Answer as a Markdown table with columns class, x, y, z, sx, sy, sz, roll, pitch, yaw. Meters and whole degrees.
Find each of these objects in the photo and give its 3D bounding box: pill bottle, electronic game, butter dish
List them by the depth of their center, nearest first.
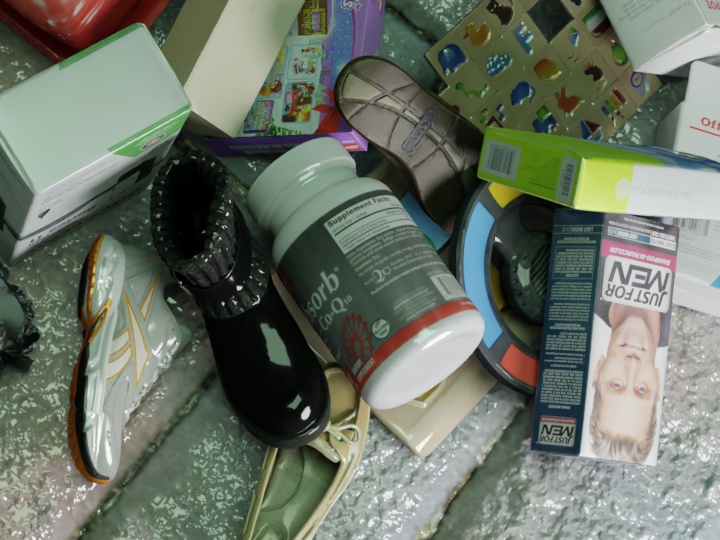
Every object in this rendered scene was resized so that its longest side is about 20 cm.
| class | x | y | z | sx | sy | sz | roll | pitch | yaw |
| --- | --- | --- | --- | --- | --- | --- | --- | --- | --- |
| pill bottle | 0.000 | 0.000 | 1.684 | 0.115 | 0.116 | 0.201 | -28 | 70 | -21 |
| butter dish | -0.243 | -0.275 | 1.701 | 0.200 | 0.148 | 0.200 | 39 | 103 | 0 |
| electronic game | 0.151 | 0.006 | 1.761 | 0.199 | 0.041 | 0.202 | 8 | 78 | -38 |

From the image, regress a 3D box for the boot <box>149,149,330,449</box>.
| class | x | y | z | sx | sy | sz | roll | pitch | yaw |
| --- | --- | --- | --- | --- | --- | --- | --- | --- | --- |
| boot | -0.096 | 0.025 | 1.642 | 0.079 | 0.158 | 0.212 | -26 | 64 | -5 |

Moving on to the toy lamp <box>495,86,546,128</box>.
| class | x | y | z | sx | sy | sz | roll | pitch | yaw |
| --- | --- | --- | --- | --- | --- | --- | --- | --- | --- |
| toy lamp | 0.063 | -0.132 | 1.810 | 0.198 | 0.058 | 0.059 | -8 | 74 | -18 |

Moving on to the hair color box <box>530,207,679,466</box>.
| class | x | y | z | sx | sy | sz | roll | pitch | yaw |
| --- | --- | --- | --- | --- | --- | --- | --- | --- | --- |
| hair color box | 0.202 | 0.055 | 1.738 | 0.099 | 0.060 | 0.202 | 10 | 84 | -41 |

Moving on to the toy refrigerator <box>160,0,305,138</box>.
| class | x | y | z | sx | sy | sz | roll | pitch | yaw |
| --- | --- | --- | --- | --- | --- | --- | --- | --- | --- |
| toy refrigerator | -0.096 | -0.210 | 1.728 | 0.070 | 0.076 | 0.201 | 32 | 78 | -31 |

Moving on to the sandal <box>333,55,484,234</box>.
| class | x | y | z | sx | sy | sz | roll | pitch | yaw |
| --- | --- | --- | --- | --- | --- | --- | --- | --- | --- |
| sandal | 0.043 | -0.107 | 1.733 | 0.200 | 0.055 | 0.082 | 38 | 89 | -34 |

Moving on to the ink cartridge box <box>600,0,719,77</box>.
| class | x | y | z | sx | sy | sz | roll | pitch | yaw |
| --- | --- | --- | --- | --- | --- | --- | --- | --- | --- |
| ink cartridge box | 0.256 | -0.277 | 1.857 | 0.147 | 0.085 | 0.201 | -4 | 68 | -60 |

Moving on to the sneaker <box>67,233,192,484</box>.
| class | x | y | z | sx | sy | sz | roll | pitch | yaw |
| --- | --- | --- | --- | --- | --- | --- | --- | --- | --- |
| sneaker | -0.179 | 0.071 | 1.675 | 0.091 | 0.076 | 0.202 | 9 | 71 | -16 |

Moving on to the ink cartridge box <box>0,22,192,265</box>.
| class | x | y | z | sx | sy | sz | roll | pitch | yaw |
| --- | --- | --- | --- | --- | --- | --- | --- | --- | --- |
| ink cartridge box | -0.226 | -0.094 | 1.648 | 0.146 | 0.200 | 0.083 | -32 | 85 | -21 |

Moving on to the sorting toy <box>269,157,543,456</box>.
| class | x | y | z | sx | sy | sz | roll | pitch | yaw |
| --- | --- | --- | --- | --- | --- | --- | --- | --- | --- |
| sorting toy | 0.041 | 0.025 | 1.764 | 0.200 | 0.036 | 0.185 | 44 | 67 | 2 |

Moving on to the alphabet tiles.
| class | x | y | z | sx | sy | sz | roll | pitch | yaw |
| --- | --- | --- | --- | --- | --- | --- | --- | --- | --- |
| alphabet tiles | 0.147 | -0.160 | 1.806 | 0.200 | 0.008 | 0.168 | -44 | 108 | -17 |

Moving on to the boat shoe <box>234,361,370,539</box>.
| class | x | y | z | sx | sy | sz | roll | pitch | yaw |
| --- | --- | --- | --- | --- | --- | --- | --- | --- | --- |
| boat shoe | -0.046 | 0.161 | 1.676 | 0.073 | 0.063 | 0.202 | 28 | 72 | 3 |

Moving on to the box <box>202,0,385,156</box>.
| class | x | y | z | sx | sy | sz | roll | pitch | yaw |
| --- | --- | --- | --- | --- | --- | --- | --- | --- | --- |
| box | -0.051 | -0.196 | 1.776 | 0.136 | 0.039 | 0.202 | -1 | 69 | 22 |

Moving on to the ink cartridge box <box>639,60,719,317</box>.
| class | x | y | z | sx | sy | sz | roll | pitch | yaw |
| --- | --- | --- | --- | --- | --- | --- | --- | --- | --- |
| ink cartridge box | 0.312 | -0.068 | 1.848 | 0.115 | 0.067 | 0.202 | 17 | 69 | -8 |

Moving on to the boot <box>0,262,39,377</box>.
| class | x | y | z | sx | sy | sz | roll | pitch | yaw |
| --- | --- | --- | --- | --- | --- | --- | --- | --- | --- |
| boot | -0.357 | 0.026 | 1.642 | 0.162 | 0.073 | 0.199 | -36 | 91 | -20 |

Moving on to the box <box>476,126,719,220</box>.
| class | x | y | z | sx | sy | sz | roll | pitch | yaw |
| --- | --- | --- | --- | --- | --- | --- | --- | --- | --- |
| box | 0.207 | -0.078 | 1.727 | 0.199 | 0.122 | 0.048 | 3 | 102 | -39 |
